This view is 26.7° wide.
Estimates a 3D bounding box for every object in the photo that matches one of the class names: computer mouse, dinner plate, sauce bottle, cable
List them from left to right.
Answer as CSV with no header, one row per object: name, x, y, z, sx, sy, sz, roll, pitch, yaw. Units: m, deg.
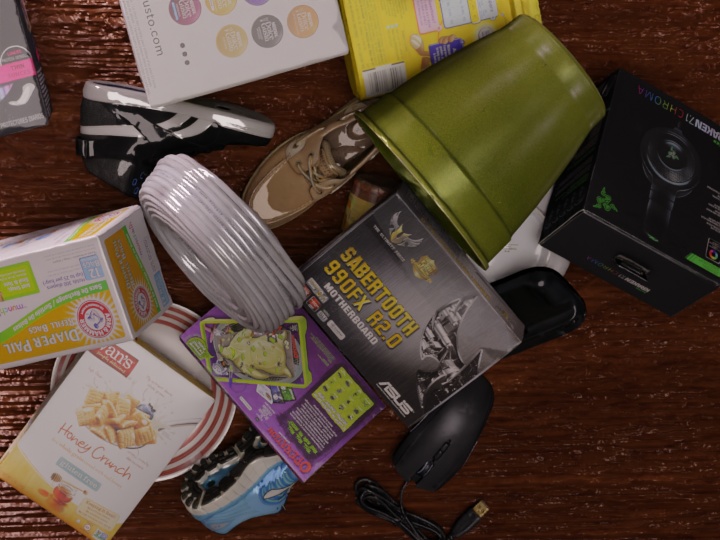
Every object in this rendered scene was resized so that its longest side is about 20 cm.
dinner plate,-0.230,0.127,1.619,0.197,0.024,0.203,-2,101,-10
cable,-0.138,-0.026,1.484,0.069,0.200,0.201,-43,142,-12
sauce bottle,0.000,0.000,1.607,0.065,0.066,0.202,12,106,-11
computer mouse,0.101,0.219,1.679,0.140,0.046,0.201,39,93,-13

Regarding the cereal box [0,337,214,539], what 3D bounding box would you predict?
cereal box,-0.266,0.169,1.590,0.143,0.040,0.201,36,94,-14

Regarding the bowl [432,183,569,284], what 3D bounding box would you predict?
bowl,0.148,-0.035,1.613,0.198,0.090,0.204,-2,102,-9

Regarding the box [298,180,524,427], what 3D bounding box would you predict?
box,0.047,0.036,1.550,0.158,0.048,0.200,-37,98,21

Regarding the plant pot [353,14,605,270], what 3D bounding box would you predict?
plant pot,0.129,-0.139,1.479,0.193,0.200,0.201,-40,105,1

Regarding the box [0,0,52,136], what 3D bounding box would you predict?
box,-0.383,-0.230,1.478,0.121,0.106,0.202,-15,103,-6

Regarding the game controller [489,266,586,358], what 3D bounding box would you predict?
game controller,0.137,0.056,1.605,0.198,0.042,0.104,-24,127,25

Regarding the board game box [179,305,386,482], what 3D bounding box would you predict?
board game box,-0.082,0.107,1.591,0.120,0.032,0.200,-40,87,-15

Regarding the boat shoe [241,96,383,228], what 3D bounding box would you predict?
boat shoe,-0.042,-0.115,1.578,0.200,0.065,0.071,-41,105,1

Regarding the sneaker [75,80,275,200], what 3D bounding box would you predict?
sneaker,-0.192,-0.123,1.555,0.197,0.073,0.113,11,103,-3

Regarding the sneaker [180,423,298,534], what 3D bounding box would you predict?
sneaker,-0.097,0.213,1.644,0.199,0.078,0.090,-31,132,-8

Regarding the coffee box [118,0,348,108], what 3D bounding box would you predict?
coffee box,-0.138,-0.287,1.457,0.195,0.200,0.202,-16,104,-6

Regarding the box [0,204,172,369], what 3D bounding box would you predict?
box,-0.304,0.020,1.506,0.198,0.101,0.114,-13,105,21

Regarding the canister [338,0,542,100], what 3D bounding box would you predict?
canister,0.077,-0.265,1.557,0.198,0.087,0.150,-13,104,-5

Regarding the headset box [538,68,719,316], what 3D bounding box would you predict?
headset box,0.294,-0.075,1.576,0.173,0.093,0.202,28,59,-13
